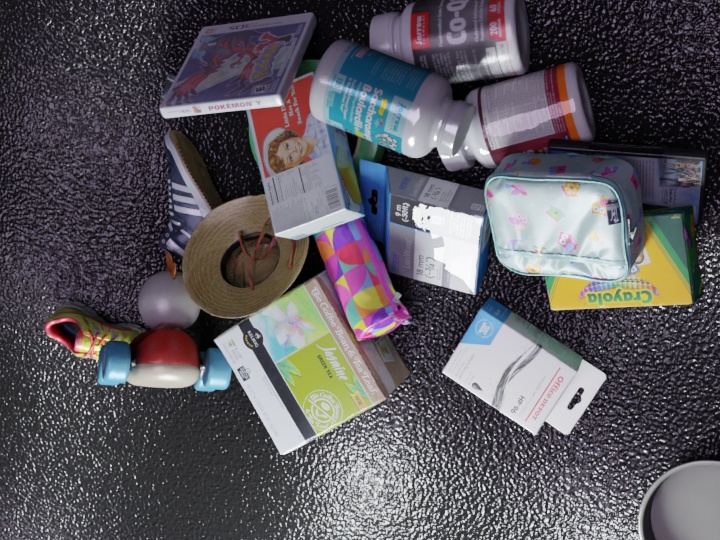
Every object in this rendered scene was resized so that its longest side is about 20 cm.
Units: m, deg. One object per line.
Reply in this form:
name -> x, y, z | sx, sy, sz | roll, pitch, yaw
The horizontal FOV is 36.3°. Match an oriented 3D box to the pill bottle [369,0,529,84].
pill bottle -> 0.119, -0.306, 1.464 | 0.198, 0.114, 0.115 | -4, 100, 19

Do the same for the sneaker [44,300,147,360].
sneaker -> -0.416, 0.117, 1.753 | 0.198, 0.090, 0.079 | 20, 106, 13

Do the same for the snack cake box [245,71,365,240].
snack cake box -> -0.078, -0.156, 1.511 | 0.114, 0.067, 0.202 | -18, 78, 23

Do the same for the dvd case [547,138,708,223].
dvd case -> 0.346, -0.115, 1.428 | 0.198, 0.143, 0.018 | 7, 59, 18

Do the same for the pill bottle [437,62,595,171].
pill bottle -> 0.203, -0.199, 1.461 | 0.198, 0.109, 0.111 | -13, 97, 21

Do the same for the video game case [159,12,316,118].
video game case -> -0.168, -0.288, 1.534 | 0.180, 0.201, 0.023 | -3, 134, 19

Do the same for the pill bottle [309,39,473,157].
pill bottle -> 0.042, -0.215, 1.413 | 0.198, 0.111, 0.112 | 23, 108, 14

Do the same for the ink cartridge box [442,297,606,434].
ink cartridge box -> 0.231, 0.145, 1.548 | 0.199, 0.068, 0.117 | 33, 110, 9

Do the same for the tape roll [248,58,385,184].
tape roll -> -0.062, -0.202, 1.585 | 0.198, 0.048, 0.203 | 4, 103, 18

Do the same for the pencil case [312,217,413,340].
pencil case -> 0.000, 0.000, 1.538 | 0.088, 0.088, 0.201 | -34, 71, 22

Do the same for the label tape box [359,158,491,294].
label tape box -> 0.080, -0.059, 1.528 | 0.198, 0.063, 0.145 | 15, 134, 15

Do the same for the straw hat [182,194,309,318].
straw hat -> -0.153, -0.008, 1.609 | 0.199, 0.085, 0.203 | -7, 67, 17

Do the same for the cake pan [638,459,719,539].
cake pan -> 0.487, 0.352, 1.521 | 0.198, 0.037, 0.203 | 4, 103, 18

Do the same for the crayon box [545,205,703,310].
crayon box -> 0.344, -0.015, 1.459 | 0.198, 0.058, 0.120 | -4, 101, 33

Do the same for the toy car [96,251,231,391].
toy car -> -0.293, 0.075, 1.661 | 0.182, 0.177, 0.202 | 6, 81, -18

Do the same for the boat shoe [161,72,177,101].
boat shoe -> -0.218, -0.269, 1.593 | 0.199, 0.072, 0.063 | -2, 87, 42

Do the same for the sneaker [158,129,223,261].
sneaker -> -0.273, -0.104, 1.667 | 0.108, 0.070, 0.201 | -25, 96, 20

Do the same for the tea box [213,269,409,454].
tea box -> -0.069, 0.125, 1.611 | 0.196, 0.134, 0.201 | -32, 90, 21

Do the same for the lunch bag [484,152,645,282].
lunch bag -> 0.262, -0.064, 1.399 | 0.198, 0.077, 0.162 | 8, 124, 33
